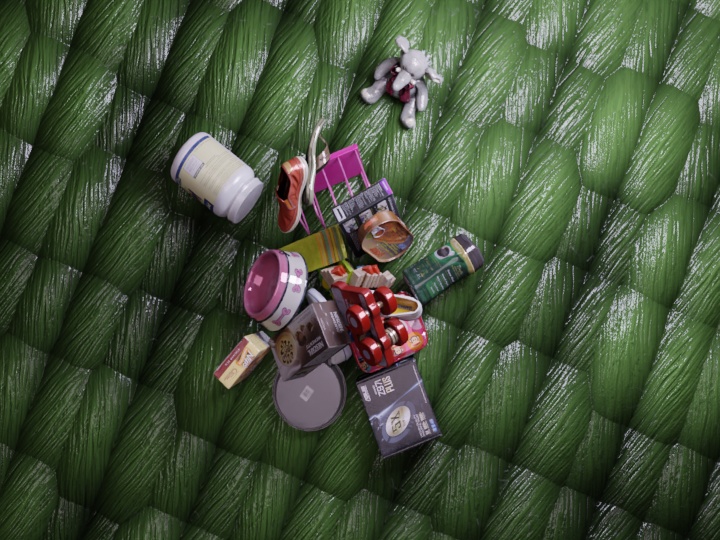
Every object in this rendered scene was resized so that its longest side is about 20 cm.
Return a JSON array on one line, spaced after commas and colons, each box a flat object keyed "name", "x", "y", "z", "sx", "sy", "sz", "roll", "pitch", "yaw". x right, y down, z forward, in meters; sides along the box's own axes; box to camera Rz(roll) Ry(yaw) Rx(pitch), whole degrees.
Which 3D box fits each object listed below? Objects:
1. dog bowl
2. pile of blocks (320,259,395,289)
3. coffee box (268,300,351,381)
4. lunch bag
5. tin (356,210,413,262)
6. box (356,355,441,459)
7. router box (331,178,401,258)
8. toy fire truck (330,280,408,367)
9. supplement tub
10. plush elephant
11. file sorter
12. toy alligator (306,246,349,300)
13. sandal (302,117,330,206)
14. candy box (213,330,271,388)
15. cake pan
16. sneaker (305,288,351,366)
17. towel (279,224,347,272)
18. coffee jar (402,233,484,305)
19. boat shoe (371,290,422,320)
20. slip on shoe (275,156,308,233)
[{"name": "dog bowl", "x": -0.214, "y": 0.041, "z": 1.502, "sx": 0.073, "sy": 0.198, "sz": 0.205, "roll": 22, "pitch": 91, "yaw": -37}, {"name": "pile of blocks", "x": 0.000, "y": 0.000, "z": 1.544, "sx": 0.194, "sy": 0.063, "sz": 0.084, "roll": 4, "pitch": 46, "yaw": -21}, {"name": "coffee box", "x": -0.124, "y": 0.170, "z": 1.478, "sx": 0.199, "sy": 0.079, "sz": 0.116, "roll": -38, "pitch": 67, "yaw": 39}, {"name": "lunch bag", "x": 0.060, "y": 0.145, "z": 1.560, "sx": 0.195, "sy": 0.082, "sz": 0.180, "roll": -24, "pitch": 85, "yaw": 0}, {"name": "tin", "x": 0.061, "y": -0.081, "z": 1.504, "sx": 0.111, "sy": 0.199, "sz": 0.042, "roll": -40, "pitch": 63, "yaw": 8}, {"name": "box", "x": 0.095, "y": 0.340, "z": 1.552, "sx": 0.160, "sy": 0.086, "sz": 0.205, "roll": -20, "pitch": 90, "yaw": 2}, {"name": "router box", "x": 0.023, "y": -0.121, "z": 1.499, "sx": 0.146, "sy": 0.201, "sz": 0.052, "roll": -29, "pitch": 64, "yaw": 0}, {"name": "toy fire truck", "x": 0.011, "y": 0.124, "z": 1.441, "sx": 0.111, "sy": 0.166, "sz": 0.205, "roll": -31, "pitch": 112, "yaw": -28}, {"name": "supplement tub", "x": -0.355, "y": -0.228, "z": 1.534, "sx": 0.198, "sy": 0.145, "sz": 0.146, "roll": 37, "pitch": 91, "yaw": 1}, {"name": "plush elephant", "x": 0.114, "y": -0.478, "z": 1.519, "sx": 0.163, "sy": 0.155, "sz": 0.202, "roll": 37, "pitch": 91, "yaw": 1}, {"name": "file sorter", "x": -0.071, "y": -0.191, "z": 1.517, "sx": 0.195, "sy": 0.139, "sz": 0.128, "roll": -22, "pitch": 74, "yaw": 1}, {"name": "toy alligator", "x": -0.081, "y": 0.023, "z": 1.577, "sx": 0.201, "sy": 0.059, "sz": 0.054, "roll": 50, "pitch": 134, "yaw": 8}, {"name": "sandal", "x": -0.100, "y": -0.249, "z": 1.432, "sx": 0.056, "sy": 0.080, "sz": 0.208, "roll": 7, "pitch": 86, "yaw": -10}, {"name": "candy box", "x": -0.279, "y": 0.214, "z": 1.503, "sx": 0.055, "sy": 0.200, "sz": 0.116, "roll": 41, "pitch": 90, "yaw": 3}, {"name": "cake pan", "x": -0.133, "y": 0.313, "z": 1.581, "sx": 0.193, "sy": 0.037, "sz": 0.207, "roll": 0, "pitch": 90, "yaw": 2}, {"name": "sneaker", "x": -0.093, "y": 0.145, "z": 1.556, "sx": 0.070, "sy": 0.073, "sz": 0.204, "roll": -29, "pitch": 90, "yaw": -25}, {"name": "towel", "x": -0.125, "y": -0.043, "z": 1.548, "sx": 0.196, "sy": 0.018, "sz": 0.089, "roll": -20, "pitch": 82, "yaw": 28}, {"name": "coffee jar", "x": 0.208, "y": -0.006, "z": 1.540, "sx": 0.197, "sy": 0.105, "sz": 0.086, "roll": -33, "pitch": 120, "yaw": 1}, {"name": "boat shoe", "x": 0.053, "y": 0.083, "z": 1.493, "sx": 0.194, "sy": 0.070, "sz": 0.073, "roll": 8, "pitch": 75, "yaw": 9}, {"name": "slip on shoe", "x": -0.168, "y": -0.169, "z": 1.406, "sx": 0.060, "sy": 0.203, "sz": 0.075, "roll": -18, "pitch": 54, "yaw": -33}]
